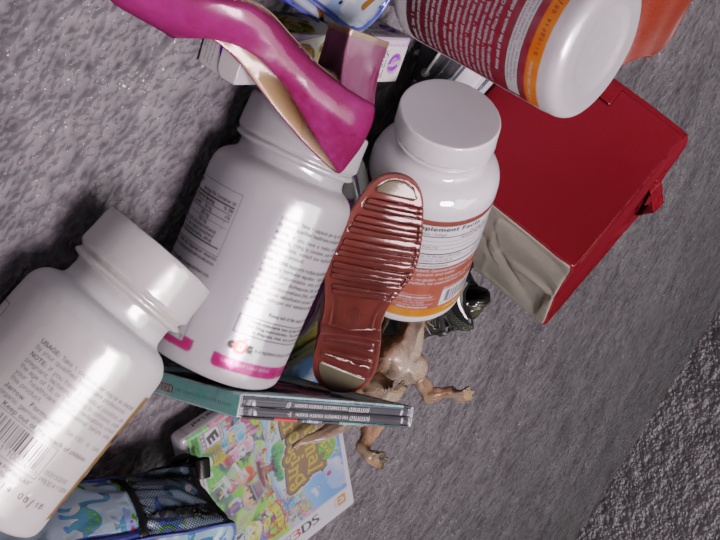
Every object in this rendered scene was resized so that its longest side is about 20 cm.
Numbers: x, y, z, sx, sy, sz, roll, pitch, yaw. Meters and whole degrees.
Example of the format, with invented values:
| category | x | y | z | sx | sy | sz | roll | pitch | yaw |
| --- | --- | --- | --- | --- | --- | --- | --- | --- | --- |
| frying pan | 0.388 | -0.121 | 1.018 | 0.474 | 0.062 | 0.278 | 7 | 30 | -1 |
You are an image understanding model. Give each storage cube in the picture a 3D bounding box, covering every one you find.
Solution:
| category | x | y | z | sx | sy | sz | roll | pitch | yaw |
| --- | --- | --- | --- | --- | --- | --- | --- | --- | --- |
| storage cube | 0.183 | -0.086 | 1.074 | 0.180 | 0.200 | 0.171 | -46 | 166 | -15 |

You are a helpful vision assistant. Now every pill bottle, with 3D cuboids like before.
| category | x | y | z | sx | sy | sz | roll | pitch | yaw |
| --- | --- | --- | --- | --- | --- | --- | --- | --- | --- |
| pill bottle | -0.076 | -0.024 | 0.816 | 0.113 | 0.113 | 0.202 | 11 | 105 | -61 |
| pill bottle | 0.055 | -0.059 | 0.935 | 0.112 | 0.112 | 0.201 | -35 | 153 | -35 |
| pill bottle | -0.196 | 0.063 | 0.720 | 0.201 | 0.114 | 0.114 | -51 | 153 | -9 |
| pill bottle | 0.098 | -0.206 | 0.810 | 0.113 | 0.199 | 0.114 | -39 | 149 | -29 |

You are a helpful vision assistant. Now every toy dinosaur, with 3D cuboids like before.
| category | x | y | z | sx | sy | sz | roll | pitch | yaw |
| --- | --- | --- | --- | --- | --- | --- | --- | --- | --- |
| toy dinosaur | 0.016 | 0.097 | 1.043 | 0.200 | 0.136 | 0.086 | -42 | 128 | 8 |

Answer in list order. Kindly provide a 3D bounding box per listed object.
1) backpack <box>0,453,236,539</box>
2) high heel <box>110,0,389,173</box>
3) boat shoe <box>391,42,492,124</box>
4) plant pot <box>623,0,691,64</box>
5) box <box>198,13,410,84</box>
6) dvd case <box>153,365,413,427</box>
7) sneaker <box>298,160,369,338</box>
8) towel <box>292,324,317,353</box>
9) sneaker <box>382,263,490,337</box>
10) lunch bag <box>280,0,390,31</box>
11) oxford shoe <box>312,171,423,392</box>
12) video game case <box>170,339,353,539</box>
| category | x | y | z | sx | sy | sz | roll | pitch | yaw |
| --- | --- | --- | --- | --- | --- | --- | --- | --- | --- |
| backpack | -0.206 | 0.257 | 0.864 | 0.199 | 0.147 | 0.184 | 5 | 119 | -43 |
| high heel | -0.074 | -0.124 | 0.694 | 0.198 | 0.067 | 0.097 | 11 | 104 | -26 |
| boat shoe | 0.078 | -0.181 | 0.959 | 0.200 | 0.068 | 0.072 | -47 | 169 | 34 |
| plant pot | 0.234 | -0.301 | 0.960 | 0.201 | 0.200 | 0.196 | -43 | 159 | -23 |
| box | -0.036 | -0.165 | 0.813 | 0.199 | 0.039 | 0.042 | -13 | 132 | -53 |
| dvd case | -0.072 | 0.103 | 0.900 | 0.199 | 0.145 | 0.022 | 13 | 86 | -46 |
| sneaker | -0.064 | -0.012 | 0.907 | 0.114 | 0.072 | 0.202 | -14 | 132 | -49 |
| towel | -0.016 | -0.012 | 1.038 | 0.143 | 0.023 | 0.202 | -18 | 134 | -50 |
| sneaker | 0.065 | 0.056 | 1.136 | 0.076 | 0.113 | 0.201 | -66 | 178 | -60 |
| lunch bag | -0.025 | -0.246 | 0.705 | 0.161 | 0.075 | 0.200 | -56 | 154 | 8 |
| oxford shoe | 0.000 | 0.000 | 0.889 | 0.075 | 0.070 | 0.202 | -92 | -160 | -59 |
| video game case | -0.086 | 0.192 | 1.042 | 0.181 | 0.022 | 0.202 | -32 | 127 | -36 |
